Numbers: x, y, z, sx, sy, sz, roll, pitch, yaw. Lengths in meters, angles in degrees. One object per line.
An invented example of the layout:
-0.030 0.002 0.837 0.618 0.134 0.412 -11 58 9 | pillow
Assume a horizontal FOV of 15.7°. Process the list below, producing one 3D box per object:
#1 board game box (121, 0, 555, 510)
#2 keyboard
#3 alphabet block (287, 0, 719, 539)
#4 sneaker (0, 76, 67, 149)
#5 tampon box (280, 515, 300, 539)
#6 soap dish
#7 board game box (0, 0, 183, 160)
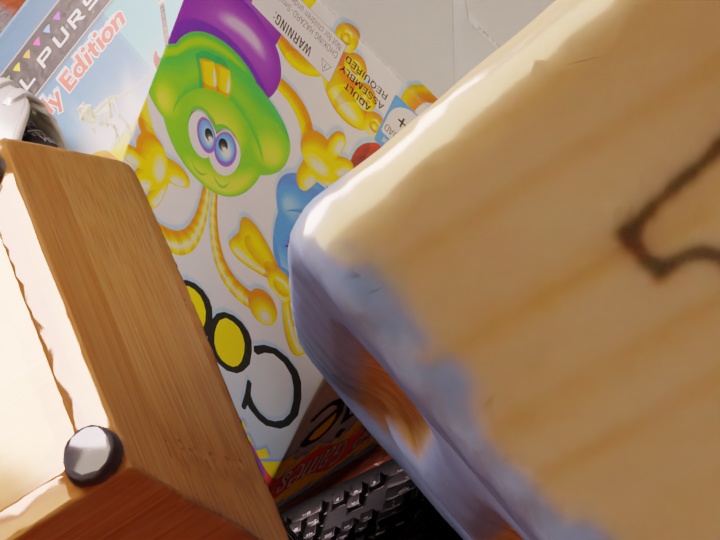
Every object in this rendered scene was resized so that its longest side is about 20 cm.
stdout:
-0.006 -0.029 0.835 0.103 0.105 0.200 -30 -23 -39 | board game box
0.033 0.072 0.914 0.199 0.040 0.104 -28 26 20 | keyboard
0.116 0.013 0.656 0.200 0.197 0.195 -40 -4 -5 | alphabet block
-0.159 -0.052 1.025 0.080 0.076 0.200 -41 60 12 | sneaker
-0.075 0.170 0.782 0.200 0.126 0.150 -39 25 -5 | tampon box
-0.133 0.066 0.735 0.199 0.081 0.158 -32 50 7 | soap dish
-0.082 -0.039 1.031 0.151 0.047 0.200 -50 51 10 | board game box
